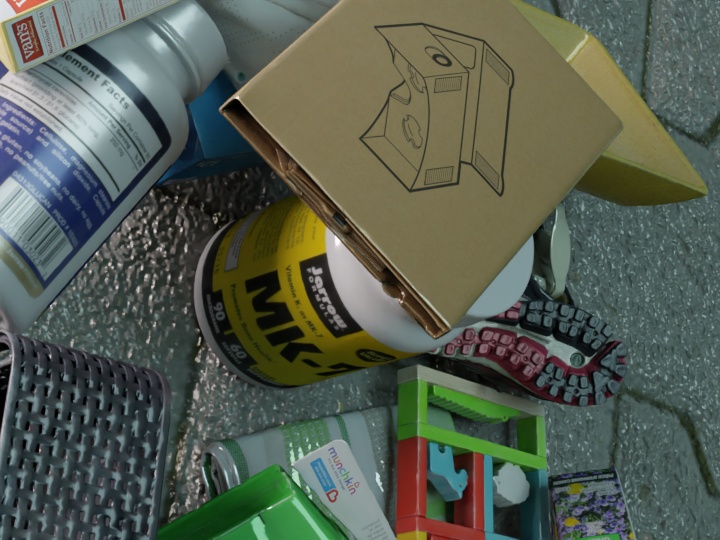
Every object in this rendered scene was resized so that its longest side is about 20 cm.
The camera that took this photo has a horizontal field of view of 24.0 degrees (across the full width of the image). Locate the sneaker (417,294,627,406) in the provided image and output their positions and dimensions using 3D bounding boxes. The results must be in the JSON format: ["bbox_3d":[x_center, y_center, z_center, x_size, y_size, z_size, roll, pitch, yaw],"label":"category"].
[{"bbox_3d":[0.076,0.037,1.127,0.200,0.075,0.081,31,77,-6],"label":"sneaker"}]

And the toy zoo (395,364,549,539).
[{"bbox_3d":[0.074,0.172,1.099,0.131,0.020,0.201,20,62,-41],"label":"toy zoo"}]

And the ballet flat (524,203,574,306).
[{"bbox_3d":[0.110,-0.052,1.189,0.073,0.073,0.201,-7,82,-40],"label":"ballet flat"}]

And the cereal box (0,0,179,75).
[{"bbox_3d":[-0.132,-0.191,0.922,0.200,0.144,0.040,-27,138,-18],"label":"cereal box"}]

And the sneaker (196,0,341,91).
[{"bbox_3d":[-0.075,-0.150,0.987,0.200,0.089,0.075,22,34,9],"label":"sneaker"}]

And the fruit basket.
[{"bbox_3d":[-0.047,0.219,0.954,0.185,0.094,0.200,-29,111,-6],"label":"fruit basket"}]

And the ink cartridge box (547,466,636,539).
[{"bbox_3d":[0.157,0.228,1.068,0.200,0.050,0.109,-93,175,-60],"label":"ink cartridge box"}]

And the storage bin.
[{"bbox_3d":[-0.176,0.144,0.855,0.094,0.135,0.201,19,66,-34],"label":"storage bin"}]

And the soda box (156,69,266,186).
[{"bbox_3d":[-0.046,-0.108,1.080,0.200,0.064,0.068,-15,86,-41],"label":"soda box"}]

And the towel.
[{"bbox_3d":[-0.001,0.163,1.064,0.200,0.031,0.150,-8,84,-41],"label":"towel"}]

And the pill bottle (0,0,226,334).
[{"bbox_3d":[-0.164,-0.070,0.920,0.111,0.111,0.200,47,65,-19],"label":"pill bottle"}]

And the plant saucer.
[{"bbox_3d":[0.117,-0.121,1.158,0.200,0.048,0.200,16,33,-34],"label":"plant saucer"}]

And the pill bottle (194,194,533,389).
[{"bbox_3d":[0.000,0.000,0.998,0.114,0.200,0.115,12,70,-36],"label":"pill bottle"}]

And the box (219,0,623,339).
[{"bbox_3d":[0.039,-0.082,0.912,0.164,0.021,0.200,47,52,-4],"label":"box"}]
